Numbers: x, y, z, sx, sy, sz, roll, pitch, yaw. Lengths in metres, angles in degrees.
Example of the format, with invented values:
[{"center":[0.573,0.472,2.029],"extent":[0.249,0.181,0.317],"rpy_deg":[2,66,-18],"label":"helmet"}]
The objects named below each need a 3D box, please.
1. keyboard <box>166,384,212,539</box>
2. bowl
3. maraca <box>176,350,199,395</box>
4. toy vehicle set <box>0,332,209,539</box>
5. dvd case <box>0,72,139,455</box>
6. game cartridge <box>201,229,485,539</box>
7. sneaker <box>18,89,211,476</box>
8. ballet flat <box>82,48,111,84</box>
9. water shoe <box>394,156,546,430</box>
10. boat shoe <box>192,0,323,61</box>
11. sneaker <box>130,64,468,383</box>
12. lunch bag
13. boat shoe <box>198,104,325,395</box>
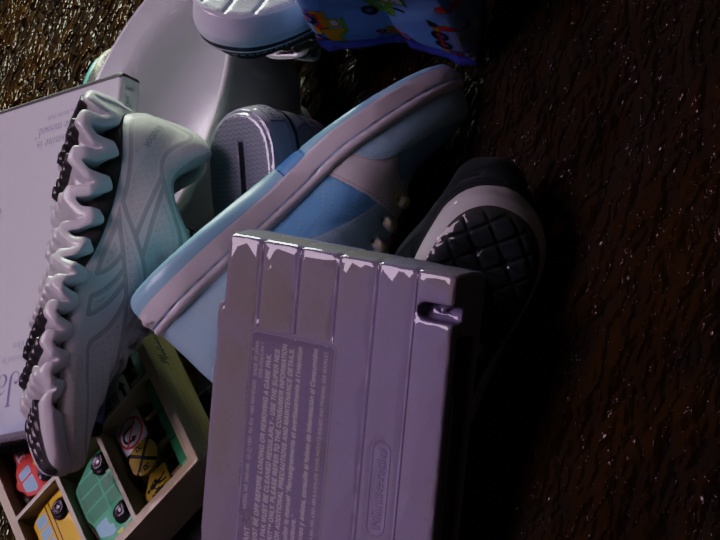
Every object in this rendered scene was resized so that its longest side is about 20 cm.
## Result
[{"center":[-0.050,0.151,1.323],"extent":[0.104,0.040,0.200],"rpy_deg":[-39,54,30],"label":"keyboard"},{"center":[-0.088,-0.065,1.503],"extent":[0.201,0.090,0.202],"rpy_deg":[-41,39,43],"label":"bowl"},{"center":[-0.131,0.096,1.476],"extent":[0.107,0.137,0.200],"rpy_deg":[-28,44,1],"label":"maraca"},{"center":[-0.148,0.074,1.396],"extent":[0.124,0.026,0.200],"rpy_deg":[-48,46,19],"label":"toy vehicle set"},{"center":[-0.182,0.001,1.426],"extent":[0.142,0.018,0.201],"rpy_deg":[-13,65,40],"label":"dvd case"},{"center":[-0.012,0.089,1.184],"extent":[0.129,0.038,0.201],"rpy_deg":[13,102,37],"label":"game cartridge"},{"center":[-0.123,0.008,1.335],"extent":[0.075,0.081,0.201],"rpy_deg":[135,146,-67],"label":"sneaker"},{"center":[-0.149,-0.049,1.691],"extent":[0.072,0.072,0.201],"rpy_deg":[-25,52,60],"label":"ballet flat"},{"center":[0.029,0.039,1.230],"extent":[0.200,0.071,0.079],"rpy_deg":[-56,11,25],"label":"water shoe"},{"center":[-0.031,-0.144,1.411],"extent":[0.200,0.072,0.071],"rpy_deg":[-45,-32,-56],"label":"boat shoe"},{"center":[0.000,0.000,1.305],"extent":[0.200,0.131,0.080],"rpy_deg":[-40,-2,-7],"label":"sneaker"},{"center":[0.026,-0.226,1.299],"extent":[0.151,0.094,0.201],"rpy_deg":[60,-138,-62],"label":"lunch bag"},{"center":[-0.036,0.015,1.379],"extent":[0.073,0.067,0.201],"rpy_deg":[6,94,45],"label":"boat shoe"}]
